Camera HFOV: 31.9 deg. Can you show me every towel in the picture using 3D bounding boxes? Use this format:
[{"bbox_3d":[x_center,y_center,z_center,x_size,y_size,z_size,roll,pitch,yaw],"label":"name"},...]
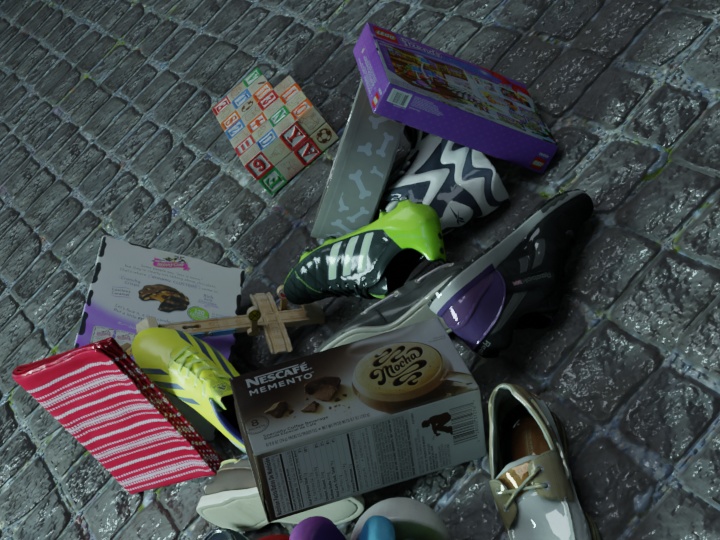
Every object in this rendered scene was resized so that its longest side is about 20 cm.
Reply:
[{"bbox_3d":[-0.245,0.152,1.273,0.143,0.201,0.023,-17,34,33],"label":"towel"}]

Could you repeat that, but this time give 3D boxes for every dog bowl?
[{"bbox_3d":[0.002,-0.121,1.361,0.200,0.058,0.202,-160,90,-86],"label":"dog bowl"}]

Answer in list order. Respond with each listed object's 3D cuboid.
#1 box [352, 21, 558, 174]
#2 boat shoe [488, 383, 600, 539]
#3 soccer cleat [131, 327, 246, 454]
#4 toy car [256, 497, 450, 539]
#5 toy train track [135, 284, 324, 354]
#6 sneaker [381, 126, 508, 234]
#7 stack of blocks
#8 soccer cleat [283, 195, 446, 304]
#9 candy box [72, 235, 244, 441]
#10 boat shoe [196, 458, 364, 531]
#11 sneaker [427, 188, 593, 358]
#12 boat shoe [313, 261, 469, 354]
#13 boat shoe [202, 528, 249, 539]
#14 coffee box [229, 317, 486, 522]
[{"bbox_3d":[0.096,-0.177,1.294,0.039,0.198,0.137,-60,25,29],"label":"box"},{"bbox_3d":[0.132,0.174,0.979,0.074,0.068,0.201,-31,35,17],"label":"boat shoe"},{"bbox_3d":[-0.144,0.114,1.236,0.199,0.084,0.065,36,79,12],"label":"soccer cleat"},{"bbox_3d":[-0.023,0.255,0.977,0.199,0.150,0.176,-24,37,26],"label":"toy car"},{"bbox_3d":[-0.135,0.047,1.323,0.198,0.033,0.115,-7,32,-15],"label":"toy train track"},{"bbox_3d":[0.059,-0.095,1.340,0.129,0.080,0.199,-35,44,-3],"label":"sneaker"},{"bbox_3d":[-0.115,-0.194,1.647,0.115,0.059,0.200,-40,34,4],"label":"stack of blocks"},{"bbox_3d":[0.000,0.000,1.270,0.199,0.067,0.082,-30,65,32],"label":"soccer cleat"},{"bbox_3d":[-0.221,0.071,1.368,0.201,0.166,0.072,-87,14,-46],"label":"candy box"},{"bbox_3d":[-0.071,0.199,1.163,0.199,0.072,0.060,-16,43,42],"label":"boat shoe"},{"bbox_3d":[0.156,0.008,1.152,0.199,0.088,0.076,-37,-11,-26],"label":"sneaker"},{"bbox_3d":[0.038,0.056,1.220,0.199,0.067,0.057,-31,16,9],"label":"boat shoe"},{"bbox_3d":[-0.121,0.297,1.112,0.075,0.062,0.201,-35,34,15],"label":"boat shoe"},{"bbox_3d":[-0.004,0.127,1.092,0.198,0.081,0.113,-15,34,-8],"label":"coffee box"}]
